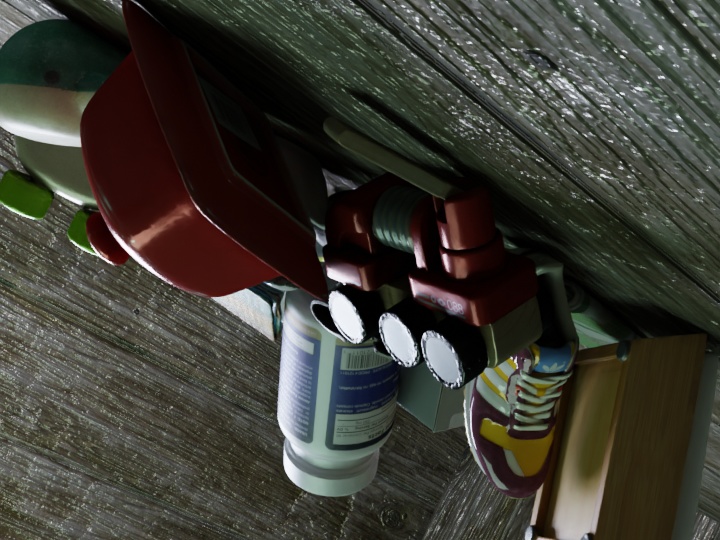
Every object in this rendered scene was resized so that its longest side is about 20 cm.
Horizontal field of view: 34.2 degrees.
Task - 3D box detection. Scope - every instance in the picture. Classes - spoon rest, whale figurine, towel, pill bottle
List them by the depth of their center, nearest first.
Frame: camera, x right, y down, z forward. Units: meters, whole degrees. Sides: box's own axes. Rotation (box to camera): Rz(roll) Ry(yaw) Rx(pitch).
[{"bbox_3d":[-0.041,-0.070,1.013,0.198,0.061,0.099,22,171,45],"label":"spoon rest"},{"bbox_3d":[-0.227,-0.163,1.037,0.196,0.106,0.159,4,179,-14],"label":"whale figurine"},{"bbox_3d":[0.183,0.043,1.059,0.148,0.031,0.199,25,173,44],"label":"towel"},{"bbox_3d":[-0.020,0.103,1.094,0.113,0.203,0.116,5,-151,-3],"label":"pill bottle"},{"bbox_3d":[-0.133,0.005,1.098,0.146,0.022,0.200,35,168,5],"label":"towel"}]

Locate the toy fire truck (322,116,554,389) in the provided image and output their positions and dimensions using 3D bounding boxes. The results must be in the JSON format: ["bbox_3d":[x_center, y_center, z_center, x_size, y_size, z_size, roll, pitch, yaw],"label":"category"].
[{"bbox_3d":[0.029,-0.033,0.831,0.175,0.128,0.203,21,131,50],"label":"toy fire truck"}]

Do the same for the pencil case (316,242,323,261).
[{"bbox_3d":[0.025,-0.006,1.141,0.198,0.090,0.088,23,172,33],"label":"pencil case"}]

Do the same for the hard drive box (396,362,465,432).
[{"bbox_3d":[0.075,0.072,1.192,0.154,0.078,0.199,-5,-155,-37],"label":"hard drive box"}]

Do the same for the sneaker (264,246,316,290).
[{"bbox_3d":[-0.087,-0.040,1.002,0.200,0.075,0.087,48,176,42],"label":"sneaker"}]

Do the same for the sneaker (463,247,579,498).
[{"bbox_3d":[0.129,0.085,0.915,0.074,0.204,0.090,-8,-173,-22],"label":"sneaker"}]

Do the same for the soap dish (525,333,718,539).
[{"bbox_3d":[0.203,0.150,0.927,0.080,0.204,0.157,16,169,-11],"label":"soap dish"}]

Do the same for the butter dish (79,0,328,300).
[{"bbox_3d":[-0.139,-0.057,0.863,0.200,0.146,0.202,37,-154,-58],"label":"butter dish"}]

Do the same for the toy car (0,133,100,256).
[{"bbox_3d":[-0.269,-0.126,1.233,0.156,0.166,0.200,28,-173,-4],"label":"toy car"}]

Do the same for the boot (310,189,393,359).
[{"bbox_3d":[0.000,0.000,1.012,0.198,0.130,0.069,23,134,38],"label":"boot"}]

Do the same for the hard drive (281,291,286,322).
[{"bbox_3d":[0.016,0.042,1.346,0.198,0.133,0.026,29,-179,-4],"label":"hard drive"}]
